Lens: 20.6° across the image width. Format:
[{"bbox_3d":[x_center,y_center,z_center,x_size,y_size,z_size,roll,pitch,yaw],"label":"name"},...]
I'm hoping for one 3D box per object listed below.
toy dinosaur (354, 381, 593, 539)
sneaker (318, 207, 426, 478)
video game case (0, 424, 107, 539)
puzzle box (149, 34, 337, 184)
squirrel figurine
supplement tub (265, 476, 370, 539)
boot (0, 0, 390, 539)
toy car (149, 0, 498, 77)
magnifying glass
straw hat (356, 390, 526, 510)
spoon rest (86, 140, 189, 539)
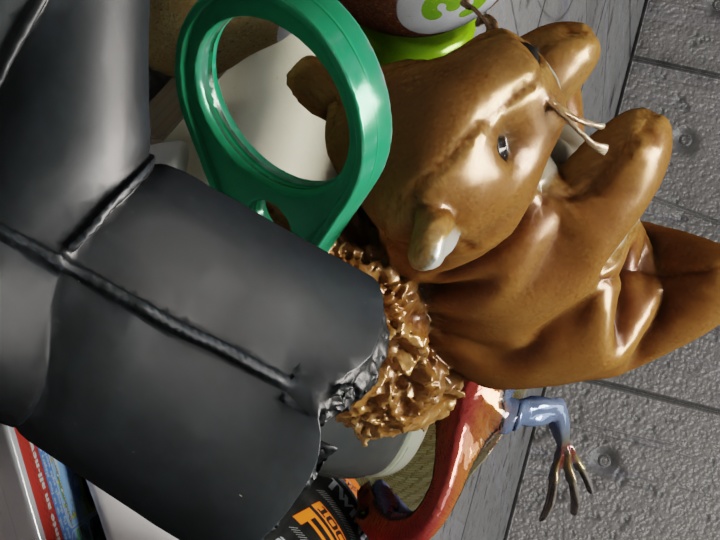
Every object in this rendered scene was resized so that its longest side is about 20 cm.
[{"bbox_3d":[0.046,0.039,0.946,0.182,0.105,0.200,-60,145,-28],"label":"toy dinosaur"},{"bbox_3d":[0.000,0.000,0.883,0.106,0.075,0.201,3,101,-55],"label":"sneaker"},{"bbox_3d":[-0.099,0.054,0.762,0.200,0.017,0.143,-31,106,-75],"label":"video game case"},{"bbox_3d":[-0.029,-0.031,0.919,0.133,0.025,0.200,-52,140,-31],"label":"puzzle box"},{"bbox_3d":[0.026,-0.012,0.755,0.200,0.142,0.187,-35,160,13],"label":"squirrel figurine"},{"bbox_3d":[-0.064,0.153,0.937,0.200,0.122,0.123,-44,146,-70],"label":"supplement tub"},{"bbox_3d":[-0.063,-0.027,0.617,0.076,0.168,0.201,-2,-117,58],"label":"boot"},{"bbox_3d":[-0.038,-0.113,0.734,0.200,0.158,0.164,-52,169,-35],"label":"toy car"},{"bbox_3d":[-0.028,-0.012,0.682,0.022,0.079,0.200,-38,143,-42],"label":"magnifying glass"},{"bbox_3d":[0.011,0.075,1.274,0.201,0.085,0.201,-39,-158,20],"label":"straw hat"},{"bbox_3d":[-0.079,0.052,0.723,0.099,0.060,0.200,-71,157,-62],"label":"spoon rest"}]
